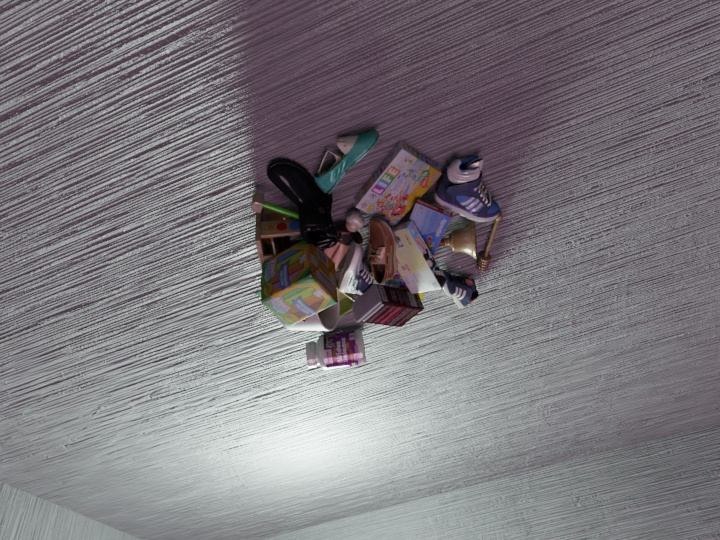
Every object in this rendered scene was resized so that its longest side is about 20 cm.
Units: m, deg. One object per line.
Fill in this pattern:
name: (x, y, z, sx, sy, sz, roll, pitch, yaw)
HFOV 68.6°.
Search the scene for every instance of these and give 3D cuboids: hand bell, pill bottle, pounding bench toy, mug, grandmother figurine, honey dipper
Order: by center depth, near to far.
pounding bench toy: (-0.184, -0.108, 1.323, 0.149, 0.127, 0.204, -5, 138, -3)
grandmother figurine: (-0.044, -0.082, 1.425, 0.117, 0.062, 0.202, 6, 139, -28)
hand bell: (0.224, -0.079, 1.469, 0.192, 0.107, 0.106, -4, 140, 16)
mug: (-0.153, 0.081, 1.470, 0.148, 0.194, 0.149, -11, 153, 24)
honey dipper: (0.369, -0.082, 1.508, 0.036, 0.039, 0.205, -2, 134, -7)
pill bottle: (-0.082, 0.267, 1.750, 0.191, 0.115, 0.114, -9, 139, 1)

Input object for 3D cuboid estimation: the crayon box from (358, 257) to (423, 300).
crayon box: (0.095, 0.041, 1.578, 0.191, 0.060, 0.176, -1, 138, -7)

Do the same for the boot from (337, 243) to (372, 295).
boot: (0.000, 0.000, 1.436, 0.087, 0.075, 0.202, 12, 149, -8)

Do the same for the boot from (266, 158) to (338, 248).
boot: (-0.134, -0.155, 1.248, 0.197, 0.172, 0.076, 31, 124, -35)

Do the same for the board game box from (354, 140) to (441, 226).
board game box: (0.092, -0.211, 1.324, 0.131, 0.035, 0.200, 22, 130, -28)

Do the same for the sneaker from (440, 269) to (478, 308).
sneaker: (0.301, 0.042, 1.602, 0.082, 0.077, 0.199, -25, 145, 20)

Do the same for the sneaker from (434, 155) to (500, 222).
sneaker: (0.293, -0.210, 1.321, 0.193, 0.083, 0.148, 14, 138, -15)

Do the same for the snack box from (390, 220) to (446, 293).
snack box: (0.140, -0.032, 1.433, 0.114, 0.037, 0.203, -10, 120, 47)

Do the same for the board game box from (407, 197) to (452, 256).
board game box: (0.168, -0.100, 1.403, 0.100, 0.020, 0.203, 23, 144, 4)

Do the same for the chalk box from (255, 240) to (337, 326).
chalk box: (-0.168, 0.039, 1.296, 0.195, 0.127, 0.125, -28, 135, 20)

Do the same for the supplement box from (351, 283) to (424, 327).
supplement box: (0.080, 0.103, 1.516, 0.196, 0.063, 0.108, 13, 137, -44)

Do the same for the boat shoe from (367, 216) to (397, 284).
boat shoe: (0.053, -0.048, 1.402, 0.074, 0.072, 0.205, 17, 138, 35)

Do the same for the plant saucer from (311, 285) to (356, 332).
plant saucer: (-0.136, 0.086, 1.597, 0.197, 0.049, 0.198, -33, 132, 24)

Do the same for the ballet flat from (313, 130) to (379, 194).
ballet flat: (-0.042, -0.264, 1.227, 0.070, 0.068, 0.199, 36, 121, -21)

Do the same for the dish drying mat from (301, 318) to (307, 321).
dish drying mat: (-0.167, 0.036, 1.398, 0.077, 0.202, 0.018, -44, 144, 15)
